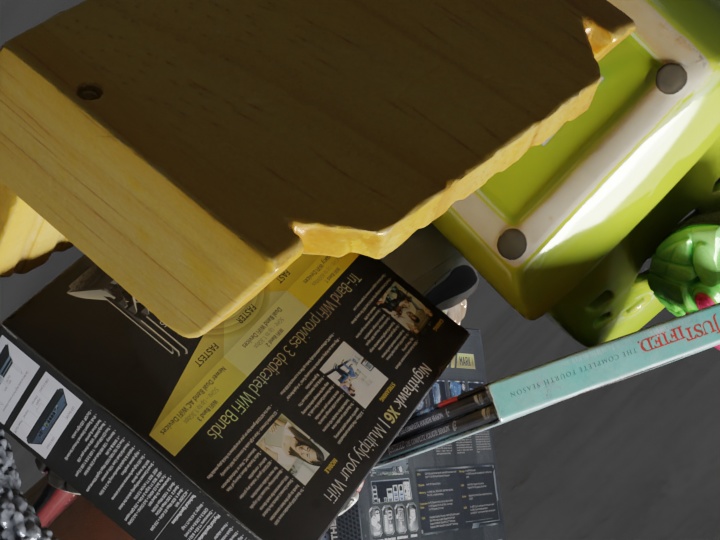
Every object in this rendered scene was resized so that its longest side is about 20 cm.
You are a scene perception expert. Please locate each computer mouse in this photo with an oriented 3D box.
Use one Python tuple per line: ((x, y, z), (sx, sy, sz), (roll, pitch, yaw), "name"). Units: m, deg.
((0.000, 0.000, 0.907), (0.200, 0.110, 0.044), (-23, 137, -51), "computer mouse")

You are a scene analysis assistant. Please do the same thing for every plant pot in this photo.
((0.110, -0.090, 0.847), (0.199, 0.200, 0.181), (-47, 161, 15), "plant pot")

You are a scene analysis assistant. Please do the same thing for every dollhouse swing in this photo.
((-0.035, -0.038, 0.637), (0.200, 0.182, 0.176), (-35, 155, -37), "dollhouse swing")

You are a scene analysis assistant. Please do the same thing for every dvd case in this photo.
((0.090, 0.061, 0.818), (0.146, 0.022, 0.200), (-17, 174, -23), "dvd case")

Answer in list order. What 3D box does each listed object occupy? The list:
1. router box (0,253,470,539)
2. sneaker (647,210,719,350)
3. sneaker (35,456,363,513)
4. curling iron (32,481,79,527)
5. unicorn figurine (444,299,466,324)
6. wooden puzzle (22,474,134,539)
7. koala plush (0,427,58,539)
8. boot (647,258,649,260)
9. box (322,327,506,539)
((-0.057, 0.041, 0.733), (0.052, 0.157, 0.200), (-53, 176, 37), "router box")
((0.207, -0.002, 0.844), (0.084, 0.077, 0.200), (-63, 155, -3), "sneaker")
((-0.084, 0.090, 0.899), (0.085, 0.200, 0.077), (-22, 118, -65), "sneaker")
((-0.167, 0.132, 0.978), (0.200, 0.050, 0.026), (-56, 152, -37), "curling iron")
((0.006, 0.018, 1.130), (0.137, 0.074, 0.200), (-55, 148, 12), "unicorn figurine")
((-0.150, 0.178, 0.967), (0.200, 0.185, 0.037), (-37, 132, -19), "wooden puzzle")
((-0.235, 0.157, 0.648), (0.200, 0.184, 0.177), (-13, 148, -46), "koala plush")
((0.106, -0.033, 1.001), (0.073, 0.154, 0.204), (4, 113, -65), "boot")
((0.023, 0.111, 0.987), (0.051, 0.158, 0.200), (-10, 171, 27), "box")
